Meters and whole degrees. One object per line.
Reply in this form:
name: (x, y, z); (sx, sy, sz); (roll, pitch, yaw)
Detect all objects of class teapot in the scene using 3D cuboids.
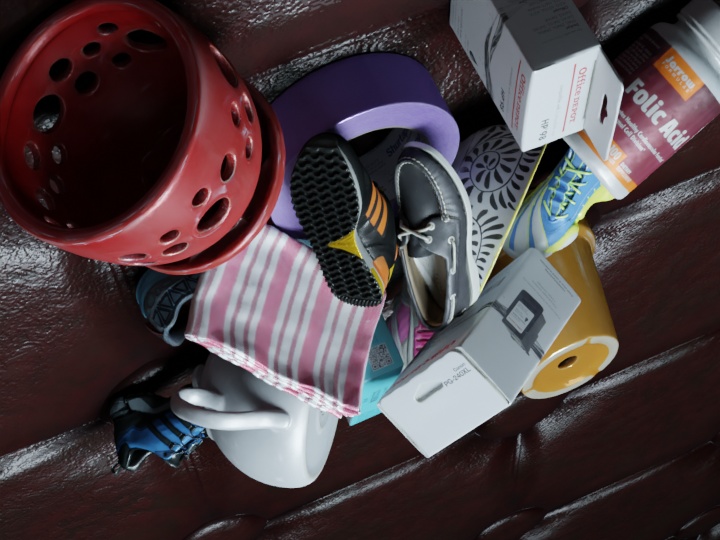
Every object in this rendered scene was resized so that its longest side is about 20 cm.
teapot: (-0.103, 0.121, 1.507); (0.144, 0.199, 0.201); (10, 145, 10)

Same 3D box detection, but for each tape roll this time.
tape roll: (-0.007, -0.116, 1.429); (0.198, 0.066, 0.201); (-20, 152, -11)

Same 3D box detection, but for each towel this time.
towel: (-0.066, 0.037, 1.406); (0.199, 0.148, 0.030); (30, 147, -28)

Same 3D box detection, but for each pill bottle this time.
pill bottle: (0.303, -0.179, 1.517); (0.200, 0.115, 0.114); (-42, 149, 10)

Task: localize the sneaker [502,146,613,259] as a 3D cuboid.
sneaker: (0.226, -0.100, 1.630); (0.200, 0.075, 0.106); (-40, 144, -20)

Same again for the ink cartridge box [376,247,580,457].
ink cartridge box: (0.125, 0.086, 1.554); (0.145, 0.083, 0.200); (-40, -175, 44)

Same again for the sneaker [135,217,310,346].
sneaker: (-0.124, 0.018, 1.502); (0.198, 0.096, 0.080); (-26, 135, -1)

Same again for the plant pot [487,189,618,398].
plant pot: (0.206, 0.039, 1.732); (0.198, 0.185, 0.201); (-20, 151, -12)

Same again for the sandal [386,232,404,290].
sandal: (0.001, 0.000, 1.551); (0.075, 0.048, 0.200); (-3, 154, -44)

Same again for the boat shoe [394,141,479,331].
boat shoe: (0.065, -0.029, 1.428); (0.060, 0.073, 0.202); (-46, 140, -33)

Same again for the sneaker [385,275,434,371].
sneaker: (0.058, 0.062, 1.688); (0.081, 0.203, 0.088); (7, 177, -44)

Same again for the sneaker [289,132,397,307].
sneaker: (-0.010, -0.063, 1.390); (0.069, 0.091, 0.202); (5, 135, 23)

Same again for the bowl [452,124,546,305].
bowl: (0.116, -0.075, 1.533); (0.201, 0.093, 0.203); (25, 90, -86)

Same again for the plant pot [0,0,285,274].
plant pot: (-0.168, -0.095, 1.190); (0.199, 0.202, 0.182); (-34, 153, 14)

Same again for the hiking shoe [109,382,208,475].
hiking shoe: (-0.192, 0.177, 1.671); (0.198, 0.088, 0.074); (-13, 163, 28)

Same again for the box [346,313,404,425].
box: (0.001, 0.105, 1.650); (0.049, 0.083, 0.200); (-21, 164, -12)

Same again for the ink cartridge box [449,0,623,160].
ink cartridge box: (0.148, -0.191, 1.290); (0.066, 0.201, 0.116); (-20, 151, -11)
